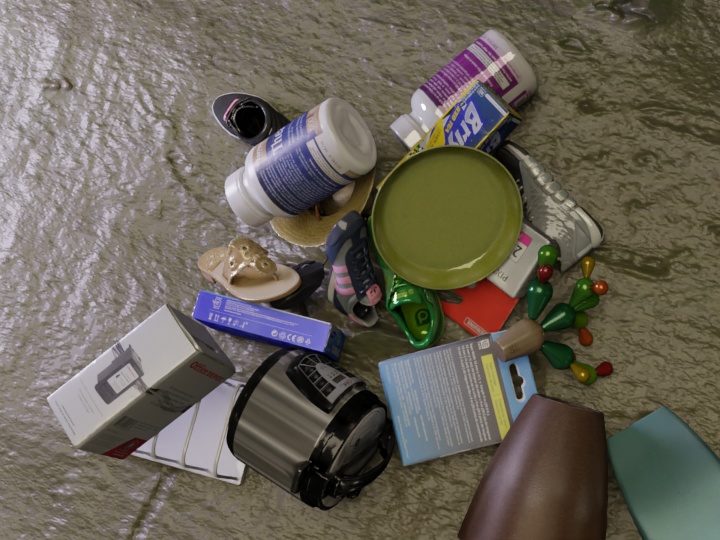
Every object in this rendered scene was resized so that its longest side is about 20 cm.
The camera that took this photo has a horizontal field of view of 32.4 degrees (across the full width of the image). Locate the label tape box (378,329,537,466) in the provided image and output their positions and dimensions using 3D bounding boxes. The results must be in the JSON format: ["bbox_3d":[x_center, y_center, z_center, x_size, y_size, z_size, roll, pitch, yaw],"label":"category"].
[{"bbox_3d":[0.138,0.170,1.671,0.198,0.066,0.145,-15,81,6],"label":"label tape box"}]

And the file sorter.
[{"bbox_3d":[-0.254,0.202,1.720,0.198,0.125,0.140,13,81,15],"label":"file sorter"}]

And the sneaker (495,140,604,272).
[{"bbox_3d":[0.230,-0.079,1.702,0.115,0.075,0.200,-44,75,3],"label":"sneaker"}]

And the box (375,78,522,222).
[{"bbox_3d":[0.118,-0.155,1.647,0.200,0.064,0.070,-47,71,16],"label":"box"}]

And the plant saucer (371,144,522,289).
[{"bbox_3d":[0.111,-0.072,1.618,0.198,0.031,0.202,-2,114,-5],"label":"plant saucer"}]

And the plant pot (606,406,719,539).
[{"bbox_3d":[0.401,0.284,1.560,0.141,0.141,0.201,-30,67,5],"label":"plant pot"}]

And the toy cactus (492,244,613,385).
[{"bbox_3d":[0.252,0.075,1.611,0.164,0.102,0.202,-26,115,-18],"label":"toy cactus"}]

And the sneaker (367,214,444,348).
[{"bbox_3d":[0.066,0.013,1.678,0.073,0.084,0.202,-20,101,14],"label":"sneaker"}]

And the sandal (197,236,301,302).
[{"bbox_3d":[-0.171,-0.014,1.718,0.078,0.070,0.211,-41,33,-25],"label":"sandal"}]

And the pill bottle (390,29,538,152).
[{"bbox_3d":[0.142,-0.233,1.730,0.200,0.112,0.113,-39,74,1],"label":"pill bottle"}]

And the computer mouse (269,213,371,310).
[{"bbox_3d":[-0.056,-0.019,1.734,0.200,0.034,0.058,-46,32,-24],"label":"computer mouse"}]

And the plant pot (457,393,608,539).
[{"bbox_3d":[0.235,0.264,1.559,0.185,0.187,0.202,14,88,14],"label":"plant pot"}]

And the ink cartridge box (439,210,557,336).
[{"bbox_3d":[0.141,-0.023,1.693,0.200,0.043,0.174,38,104,21],"label":"ink cartridge box"}]

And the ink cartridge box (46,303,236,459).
[{"bbox_3d":[-0.277,0.146,1.596,0.199,0.145,0.084,-38,70,2],"label":"ink cartridge box"}]

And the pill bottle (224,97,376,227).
[{"bbox_3d":[-0.085,-0.140,1.676,0.199,0.111,0.112,-29,73,27],"label":"pill bottle"}]

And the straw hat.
[{"bbox_3d":[-0.033,-0.110,1.755,0.200,0.085,0.203,-17,61,34],"label":"straw hat"}]

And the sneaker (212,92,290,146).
[{"bbox_3d":[-0.166,-0.224,1.778,0.199,0.099,0.071,34,92,38],"label":"sneaker"}]

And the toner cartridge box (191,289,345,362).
[{"bbox_3d":[-0.127,0.078,1.734,0.198,0.095,0.044,14,82,14],"label":"toner cartridge box"}]

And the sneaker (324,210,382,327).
[{"bbox_3d":[0.000,0.000,1.672,0.070,0.201,0.082,-38,64,-22],"label":"sneaker"}]

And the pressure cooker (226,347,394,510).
[{"bbox_3d":[-0.055,0.217,1.647,0.199,0.179,0.177,30,75,21],"label":"pressure cooker"}]
